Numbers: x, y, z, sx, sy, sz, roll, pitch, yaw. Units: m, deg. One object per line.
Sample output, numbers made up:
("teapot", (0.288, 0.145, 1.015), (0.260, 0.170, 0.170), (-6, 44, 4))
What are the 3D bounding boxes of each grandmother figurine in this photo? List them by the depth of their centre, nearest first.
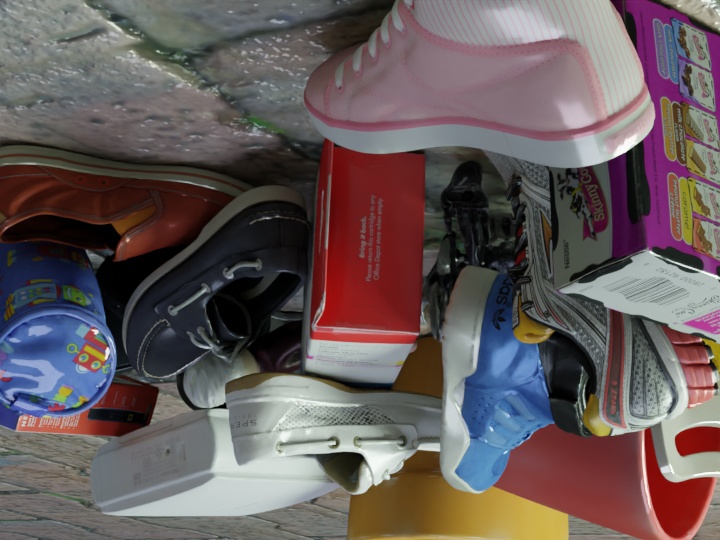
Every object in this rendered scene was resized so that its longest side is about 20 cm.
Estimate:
("grandmother figurine", (-0.041, 0.058, 0.956), (0.198, 0.061, 0.121), (-17, 163, -28))

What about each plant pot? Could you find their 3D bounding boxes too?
("plant pot", (0.172, 0.101, 0.979), (0.176, 0.203, 0.200), (4, 164, 33))
("plant pot", (0.092, 0.164, 1.151), (0.197, 0.186, 0.200), (4, 162, 1))

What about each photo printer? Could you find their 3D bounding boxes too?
("photo printer", (-0.113, 0.174, 1.119), (0.165, 0.070, 0.199), (-22, 158, 35))

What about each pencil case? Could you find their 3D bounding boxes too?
("pencil case", (-0.211, 0.026, 0.828), (0.077, 0.088, 0.200), (21, -168, -24))

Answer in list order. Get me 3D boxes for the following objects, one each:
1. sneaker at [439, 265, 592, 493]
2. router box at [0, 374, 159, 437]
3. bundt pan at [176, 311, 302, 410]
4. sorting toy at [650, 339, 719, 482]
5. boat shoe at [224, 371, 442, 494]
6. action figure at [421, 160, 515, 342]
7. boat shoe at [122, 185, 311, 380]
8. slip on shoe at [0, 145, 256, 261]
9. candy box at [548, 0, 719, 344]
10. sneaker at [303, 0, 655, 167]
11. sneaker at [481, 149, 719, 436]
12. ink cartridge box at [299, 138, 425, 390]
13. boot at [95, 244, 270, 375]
("sneaker", (0.110, 0.083, 0.776), (0.110, 0.077, 0.201), (13, 138, 16))
("router box", (-0.305, 0.091, 1.092), (0.198, 0.049, 0.179), (16, 178, 25))
("bundt pan", (-0.081, 0.102, 1.175), (0.199, 0.077, 0.202), (4, 162, 1))
("sorting toy", (0.233, 0.047, 0.790), (0.198, 0.182, 0.107), (12, 159, -22))
("boat shoe", (-0.004, 0.116, 0.851), (0.198, 0.070, 0.071), (11, 159, -32))
("action figure", (0.093, 0.007, 0.828), (0.117, 0.103, 0.200), (3, 158, 9))
("boat shoe", (-0.097, 0.026, 0.820), (0.072, 0.063, 0.200), (11, 140, -37))
("slip on shoe", (-0.145, -0.034, 0.821), (0.197, 0.062, 0.074), (7, 159, -14))
("candy box", (0.182, -0.037, 0.622), (0.198, 0.138, 0.061), (17, 152, -31))
("sneaker", (0.036, -0.110, 0.567), (0.199, 0.075, 0.105), (13, 138, 48))
("sneaker", (0.106, -0.006, 0.664), (0.082, 0.202, 0.078), (-29, 165, 3))
("ink cartridge box", (0.000, 0.000, 0.800), (0.066, 0.118, 0.200), (4, 162, -5))
("boot", (-0.173, 0.023, 0.961), (0.197, 0.077, 0.168), (-4, 163, 7))
